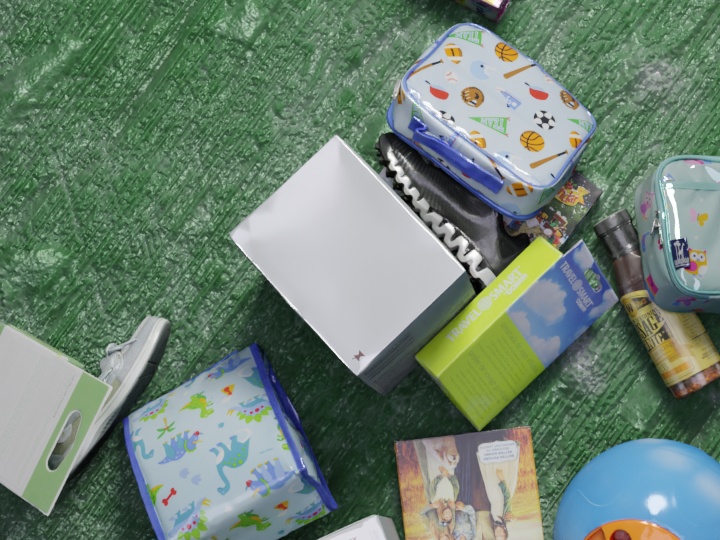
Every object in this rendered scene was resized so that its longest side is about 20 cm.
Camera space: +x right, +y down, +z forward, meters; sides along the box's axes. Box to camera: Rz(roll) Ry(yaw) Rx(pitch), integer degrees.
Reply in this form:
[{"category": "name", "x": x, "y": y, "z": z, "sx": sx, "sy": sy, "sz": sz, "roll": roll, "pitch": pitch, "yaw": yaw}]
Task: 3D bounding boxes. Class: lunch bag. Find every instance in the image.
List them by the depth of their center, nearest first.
[{"category": "lunch bag", "x": 0.127, "y": -0.150, "z": 1.698, "sx": 0.200, "sy": 0.076, "sz": 0.160, "roll": 36, "pitch": 53, "yaw": 7}, {"category": "lunch bag", "x": 0.377, "y": -0.040, "z": 1.706, "sx": 0.199, "sy": 0.077, "sz": 0.161, "roll": 0, "pitch": 74, "yaw": -15}, {"category": "lunch bag", "x": -0.141, "y": 0.189, "z": 1.724, "sx": 0.169, "sy": 0.128, "sz": 0.200, "roll": -29, "pitch": 54, "yaw": 0}]

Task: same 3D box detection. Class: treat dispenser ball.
[{"category": "treat dispenser ball", "x": 0.288, "y": 0.266, "z": 1.649, "sx": 0.200, "sy": 0.201, "sz": 0.202, "roll": 0, "pitch": 84, "yaw": 4}]

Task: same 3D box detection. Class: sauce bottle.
[{"category": "sauce bottle", "x": 0.303, "y": 0.033, "z": 1.740, "sx": 0.066, "sy": 0.066, "sz": 0.201, "roll": -29, "pitch": 81, "yaw": 0}]

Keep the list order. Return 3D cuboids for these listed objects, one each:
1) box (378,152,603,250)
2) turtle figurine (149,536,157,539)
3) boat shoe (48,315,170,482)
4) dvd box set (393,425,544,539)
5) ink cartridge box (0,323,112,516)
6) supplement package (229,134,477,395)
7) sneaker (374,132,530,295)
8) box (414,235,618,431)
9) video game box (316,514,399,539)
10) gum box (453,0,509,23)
[{"category": "box", "x": 0.134, "y": -0.087, "z": 1.773, "sx": 0.200, "sy": 0.038, "sz": 0.137, "roll": 37, "pitch": 88, "yaw": 6}, {"category": "turtle figurine", "x": -0.210, "y": 0.382, "z": 1.720, "sx": 0.149, "sy": 0.101, "sz": 0.201, "roll": -18, "pitch": 68, "yaw": -13}, {"category": "boat shoe", "x": -0.271, "y": 0.126, "z": 1.762, "sx": 0.065, "sy": 0.074, "sz": 0.202, "roll": 36, "pitch": 95, "yaw": 4}, {"category": "dvd box set", "x": 0.116, "y": 0.268, "z": 1.744, "sx": 0.145, "sy": 0.029, "sz": 0.201, "roll": -6, "pitch": 84, "yaw": 3}, {"category": "ink cartridge box", "x": -0.329, "y": 0.154, "z": 1.723, "sx": 0.199, "sy": 0.048, "sz": 0.146, "roll": 23, "pitch": 85, "yaw": 40}, {"category": "supplement package", "x": 0.000, "y": 0.000, "z": 1.683, "sx": 0.147, "sy": 0.200, "sz": 0.191, "roll": -43, "pitch": 78, "yaw": -1}, {"category": "sneaker", "x": 0.099, "y": -0.073, "z": 1.725, "sx": 0.090, "sy": 0.066, "sz": 0.200, "roll": -39, "pitch": 87, "yaw": -3}, {"category": "box", "x": 0.160, "y": 0.058, "z": 1.714, "sx": 0.200, "sy": 0.122, "sz": 0.048, "roll": -43, "pitch": 47, "yaw": -4}, {"category": "video game box", "x": -0.051, "y": 0.297, "z": 1.666, "sx": 0.181, "sy": 0.200, "sz": 0.047, "roll": -22, "pitch": 79, "yaw": 2}, {"category": "gum box", "x": 0.141, "y": -0.380, "z": 1.786, "sx": 0.113, "sy": 0.066, "sz": 0.201, "roll": 27, "pitch": 87, "yaw": 6}]
